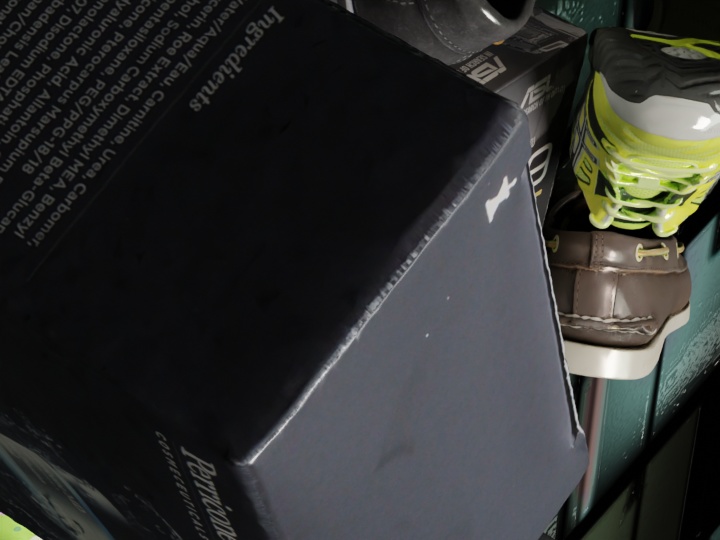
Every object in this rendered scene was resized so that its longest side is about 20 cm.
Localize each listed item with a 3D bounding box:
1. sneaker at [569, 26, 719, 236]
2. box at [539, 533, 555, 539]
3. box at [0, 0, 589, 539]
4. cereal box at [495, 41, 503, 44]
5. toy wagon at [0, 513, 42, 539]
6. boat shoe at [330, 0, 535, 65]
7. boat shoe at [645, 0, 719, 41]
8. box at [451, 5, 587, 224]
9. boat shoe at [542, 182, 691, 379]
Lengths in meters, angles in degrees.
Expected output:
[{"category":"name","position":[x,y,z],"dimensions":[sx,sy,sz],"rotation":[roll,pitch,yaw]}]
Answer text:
[{"category":"sneaker","position":[0.116,-0.050,1.068],"dimensions":[0.200,0.075,0.077],"rotation":[-33,133,-85]},{"category":"box","position":[0.012,0.200,1.233],"dimensions":[0.200,0.122,0.106],"rotation":[-48,154,-27]},{"category":"box","position":[-0.055,0.005,0.778],"dimensions":[0.118,0.199,0.197],"rotation":[-52,155,-19]},{"category":"cereal box","position":[0.035,-0.165,0.965],"dimensions":[0.144,0.039,0.200],"rotation":[-60,156,4]},{"category":"toy wagon","position":[-0.045,0.076,0.945],"dimensions":[0.199,0.040,0.156],"rotation":[-5,106,-23]},{"category":"boat shoe","position":[0.036,-0.142,0.762],"dimensions":[0.070,0.066,0.201],"rotation":[40,56,-39]},{"category":"boat shoe","position":[0.164,-0.116,1.239],"dimensions":[0.068,0.075,0.200],"rotation":[-45,152,-19]},{"category":"box","position":[0.000,0.000,1.070],"dimensions":[0.200,0.050,0.158],"rotation":[-33,144,-47]},{"category":"boat shoe","position":[0.106,-0.005,1.225],"dimensions":[0.200,0.071,0.060],"rotation":[-48,145,-74]}]
